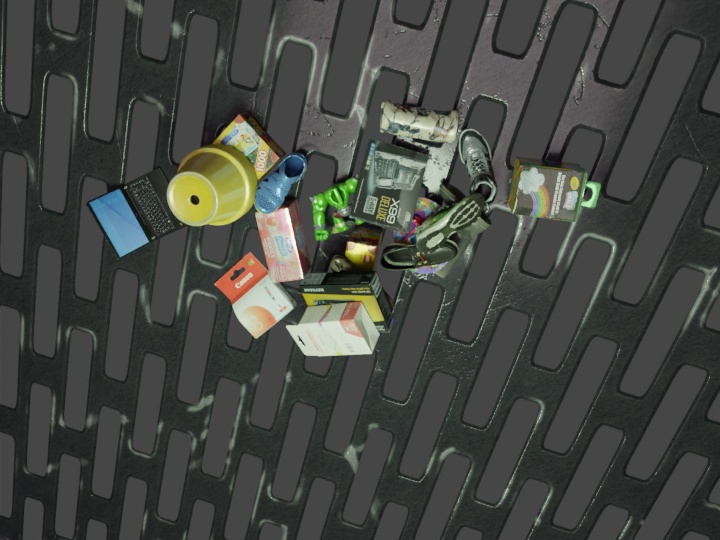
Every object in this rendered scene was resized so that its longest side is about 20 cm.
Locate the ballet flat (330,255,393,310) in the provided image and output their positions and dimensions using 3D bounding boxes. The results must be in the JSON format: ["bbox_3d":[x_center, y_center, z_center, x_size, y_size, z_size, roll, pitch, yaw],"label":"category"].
[{"bbox_3d":[0.001,0.042,1.477,0.200,0.046,0.067,45,112,-9],"label":"ballet flat"}]

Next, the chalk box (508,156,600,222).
[{"bbox_3d":[0.470,-0.195,1.448,0.198,0.124,0.126,8,111,5],"label":"chalk box"}]

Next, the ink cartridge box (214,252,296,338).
[{"bbox_3d":[-0.305,0.073,1.718,0.162,0.050,0.200,-38,103,20],"label":"ink cartridge box"}]

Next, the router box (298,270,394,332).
[{"bbox_3d":[-0.032,0.079,1.464,0.198,0.052,0.158,-2,129,28],"label":"router box"}]

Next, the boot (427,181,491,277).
[{"bbox_3d":[0.217,-0.104,1.561,0.182,0.073,0.200,45,120,0],"label":"boot"}]

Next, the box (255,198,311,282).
[{"bbox_3d":[-0.206,-0.080,1.615,0.094,0.103,0.202,-7,108,12],"label":"box"}]

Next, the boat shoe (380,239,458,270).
[{"bbox_3d":[0.147,-0.035,1.509,0.200,0.063,0.074,-4,120,22],"label":"boat shoe"}]

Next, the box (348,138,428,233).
[{"bbox_3d":[0.070,-0.209,1.500,0.156,0.050,0.202,15,89,-5],"label":"box"}]

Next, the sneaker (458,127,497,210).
[{"bbox_3d":[0.291,-0.246,1.463,0.075,0.114,0.202,-15,107,14],"label":"sneaker"}]

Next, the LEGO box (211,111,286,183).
[{"bbox_3d":[-0.318,-0.289,1.570,0.200,0.077,0.149,-41,99,20],"label":"LEGO box"}]

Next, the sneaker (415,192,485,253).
[{"bbox_3d":[0.206,-0.133,1.448,0.199,0.089,0.077,-36,135,11],"label":"sneaker"}]

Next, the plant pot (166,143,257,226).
[{"bbox_3d":[-0.375,-0.196,1.471,0.199,0.189,0.203,3,112,8],"label":"plant pot"}]

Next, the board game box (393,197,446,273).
[{"bbox_3d":[0.143,-0.086,1.547,0.157,0.039,0.202,5,105,34],"label":"board game box"}]

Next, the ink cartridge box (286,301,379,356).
[{"bbox_3d":[-0.069,0.145,1.456,0.198,0.068,0.117,-7,127,30],"label":"ink cartridge box"}]

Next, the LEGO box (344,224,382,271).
[{"bbox_3d":[0.000,0.000,1.577,0.076,0.149,0.202,11,112,5],"label":"LEGO box"}]

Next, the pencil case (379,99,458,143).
[{"bbox_3d":[0.141,-0.366,1.466,0.198,0.090,0.078,11,140,6],"label":"pencil case"}]

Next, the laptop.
[{"bbox_3d":[-0.611,-0.157,1.655,0.199,0.103,0.178,-21,106,16],"label":"laptop"}]

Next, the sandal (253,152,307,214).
[{"bbox_3d":[-0.199,-0.229,1.514,0.079,0.087,0.201,36,73,-14],"label":"sandal"}]

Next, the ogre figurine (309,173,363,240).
[{"bbox_3d":[-0.043,-0.170,1.558,0.198,0.098,0.121,-18,112,20],"label":"ogre figurine"}]
